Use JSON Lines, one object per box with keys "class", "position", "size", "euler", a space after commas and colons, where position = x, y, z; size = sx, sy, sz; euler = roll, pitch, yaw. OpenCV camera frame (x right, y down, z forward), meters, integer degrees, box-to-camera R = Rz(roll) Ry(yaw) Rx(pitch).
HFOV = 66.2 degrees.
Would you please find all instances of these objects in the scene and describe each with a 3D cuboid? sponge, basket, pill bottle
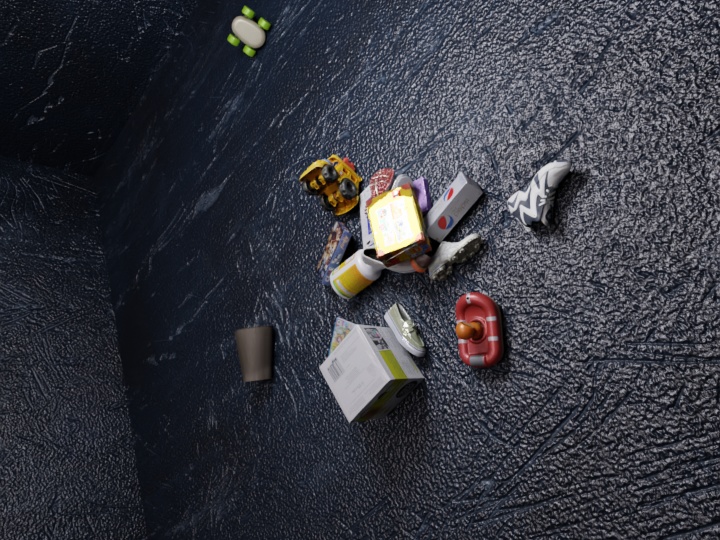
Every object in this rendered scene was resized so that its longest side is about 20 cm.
{"class": "sponge", "position": [0.139, -0.212, 1.783], "size": [0.198, 0.030, 0.114], "euler": [-20, 70, 40]}
{"class": "basket", "position": [-0.411, 0.329, 2.162], "size": [0.178, 0.135, 0.204], "euler": [-13, 78, 36]}
{"class": "pill bottle", "position": [0.000, 0.000, 1.827], "size": [0.199, 0.110, 0.113], "euler": [-37, 60, 34]}

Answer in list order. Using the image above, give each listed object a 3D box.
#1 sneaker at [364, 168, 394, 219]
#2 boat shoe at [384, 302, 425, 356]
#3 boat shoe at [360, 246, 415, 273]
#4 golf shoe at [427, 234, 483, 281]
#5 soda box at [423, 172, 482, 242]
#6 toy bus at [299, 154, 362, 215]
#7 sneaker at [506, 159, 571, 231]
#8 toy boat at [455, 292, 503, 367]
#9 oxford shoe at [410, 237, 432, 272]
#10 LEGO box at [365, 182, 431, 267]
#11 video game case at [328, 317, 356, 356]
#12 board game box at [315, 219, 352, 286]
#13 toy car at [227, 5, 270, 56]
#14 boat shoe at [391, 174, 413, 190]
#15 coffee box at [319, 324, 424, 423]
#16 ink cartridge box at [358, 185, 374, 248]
{"class": "sneaker", "position": [0.066, -0.239, 1.786], "size": [0.077, 0.082, 0.203], "euler": [10, 71, 26]}
{"class": "boat shoe", "position": [0.140, 0.179, 1.694], "size": [0.200, 0.071, 0.063], "euler": [51, 119, 39]}
{"class": "boat shoe", "position": [0.098, -0.041, 1.694], "size": [0.196, 0.066, 0.073], "euler": [12, 81, 5]}
{"class": "golf shoe", "position": [0.264, -0.059, 1.612], "size": [0.199, 0.078, 0.098], "euler": [-41, 52, 31]}
{"class": "soda box", "position": [0.264, -0.182, 1.620], "size": [0.201, 0.067, 0.064], "euler": [-51, 27, 26]}
{"class": "toy bus", "position": [-0.090, -0.328, 1.912], "size": [0.135, 0.199, 0.194], "euler": [-24, 38, 43]}
{"class": "sneaker", "position": [0.480, -0.179, 1.417], "size": [0.199, 0.079, 0.131], "euler": [-40, 60, 33]}
{"class": "toy boat", "position": [0.305, 0.160, 1.496], "size": [0.129, 0.129, 0.204], "euler": [-13, 75, 41]}
{"class": "oxford shoe", "position": [0.186, -0.092, 1.669], "size": [0.073, 0.070, 0.203], "euler": [-52, 35, 43]}
{"class": "LEGO box", "position": [0.110, -0.134, 1.623], "size": [0.147, 0.077, 0.203], "euler": [-20, 61, 17]}
{"class": "video game case", "position": [-0.026, 0.255, 1.877], "size": [0.198, 0.018, 0.146], "euler": [16, 94, 44]}
{"class": "board game box", "position": [-0.096, -0.063, 1.944], "size": [0.203, 0.034, 0.136], "euler": [-66, 21, 14]}
{"class": "toy car", "position": [-0.500, -1.085, 2.490], "size": [0.165, 0.156, 0.201], "euler": [-53, 24, 20]}
{"class": "boat shoe", "position": [0.115, -0.203, 1.741], "size": [0.066, 0.070, 0.204], "euler": [-121, 37, -68]}
{"class": "coffee box", "position": [0.035, 0.311, 1.676], "size": [0.200, 0.196, 0.201], "euler": [-48, 58, 22]}
{"class": "ink cartridge box", "position": [0.035, -0.173, 1.848], "size": [0.099, 0.038, 0.204], "euler": [149, 120, -64]}
